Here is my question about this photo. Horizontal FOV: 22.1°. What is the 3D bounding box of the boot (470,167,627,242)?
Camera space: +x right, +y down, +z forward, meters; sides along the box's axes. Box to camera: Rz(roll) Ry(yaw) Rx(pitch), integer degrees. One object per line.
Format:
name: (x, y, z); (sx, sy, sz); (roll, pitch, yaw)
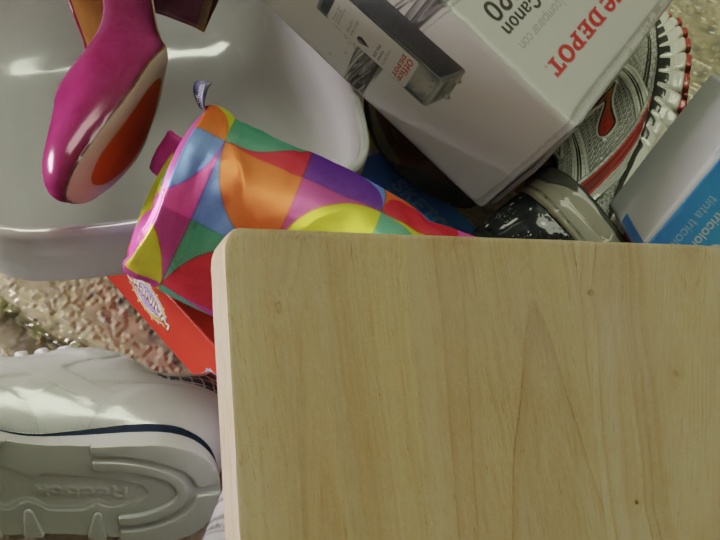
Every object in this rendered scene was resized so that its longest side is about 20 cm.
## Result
boot: (0.086, 0.073, 0.844); (0.154, 0.073, 0.204); (-33, 82, -7)

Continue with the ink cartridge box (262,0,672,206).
ink cartridge box: (0.039, -0.151, 0.871); (0.200, 0.085, 0.146); (44, 50, -5)

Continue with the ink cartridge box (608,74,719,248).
ink cartridge box: (0.217, 0.010, 0.816); (0.200, 0.085, 0.145); (37, 10, -4)

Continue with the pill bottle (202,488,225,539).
pill bottle: (-0.016, 0.142, 0.722); (0.113, 0.113, 0.200); (18, 67, 8)

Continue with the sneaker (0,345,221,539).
sneaker: (-0.157, 0.069, 0.823); (0.200, 0.077, 0.081); (9, 38, -5)

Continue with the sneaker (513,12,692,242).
sneaker: (0.123, -0.067, 0.956); (0.082, 0.078, 0.200); (14, 50, 6)

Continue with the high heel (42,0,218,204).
high heel: (-0.127, -0.103, 0.814); (0.096, 0.068, 0.200); (22, 37, -1)

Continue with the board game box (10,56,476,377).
board game box: (-0.058, -0.032, 0.929); (0.153, 0.040, 0.200); (-30, 60, -28)

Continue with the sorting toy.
sorting toy: (0.041, 0.093, 0.658); (0.198, 0.070, 0.200); (2, 74, -21)

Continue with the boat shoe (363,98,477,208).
boat shoe: (0.051, -0.116, 0.964); (0.076, 0.074, 0.200); (23, 38, -15)

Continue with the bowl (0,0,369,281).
bowl: (-0.109, -0.077, 0.884); (0.200, 0.075, 0.200); (-9, 52, -15)

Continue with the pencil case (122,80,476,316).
pencil case: (0.000, 0.000, 0.768); (0.200, 0.088, 0.088); (26, 51, -4)
